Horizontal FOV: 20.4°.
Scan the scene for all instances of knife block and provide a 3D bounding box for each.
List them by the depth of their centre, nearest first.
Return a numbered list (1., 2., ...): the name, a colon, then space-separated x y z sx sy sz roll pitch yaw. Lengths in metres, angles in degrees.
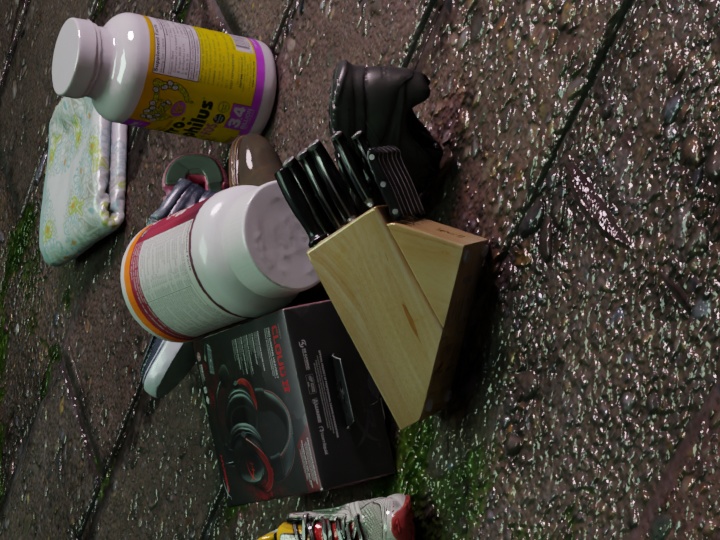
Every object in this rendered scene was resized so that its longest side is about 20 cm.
1. knife block: 0.000 0.000 1.520 0.174 0.064 0.202 17 101 20

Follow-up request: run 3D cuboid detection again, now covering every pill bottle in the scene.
1. pill bottle: -0.111 -0.009 1.669 0.199 0.109 0.111 -20 65 53
2. pill bottle: -0.187 -0.184 1.890 0.104 0.198 0.105 -28 58 57

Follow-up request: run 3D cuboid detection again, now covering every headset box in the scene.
1. headset box: -0.053 0.109 1.646 0.200 0.074 0.150 -19 82 59

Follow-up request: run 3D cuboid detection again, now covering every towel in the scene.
1. towel: -0.318 -0.121 2.290 0.171 0.048 0.202 -30 56 57

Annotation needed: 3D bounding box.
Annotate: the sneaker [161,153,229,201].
1. sneaker: -0.158 -0.008 1.943 0.095 0.078 0.202 113 159 -72

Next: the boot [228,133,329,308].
1. boot: -0.051 -0.060 1.747 0.097 0.074 0.201 -45 54 36

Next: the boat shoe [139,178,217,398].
1. boat shoe: -0.173 0.015 1.859 0.201 0.090 0.071 -63 -12 -13

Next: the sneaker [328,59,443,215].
1. sneaker: 0.021 -0.071 1.593 0.076 0.090 0.201 -92 0 -58

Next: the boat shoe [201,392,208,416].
1. boat shoe: -0.114 0.050 1.831 0.072 0.062 0.201 50 126 55

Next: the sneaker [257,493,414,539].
1. sneaker: -0.020 0.224 1.578 0.200 0.082 0.079 -33 54 55
